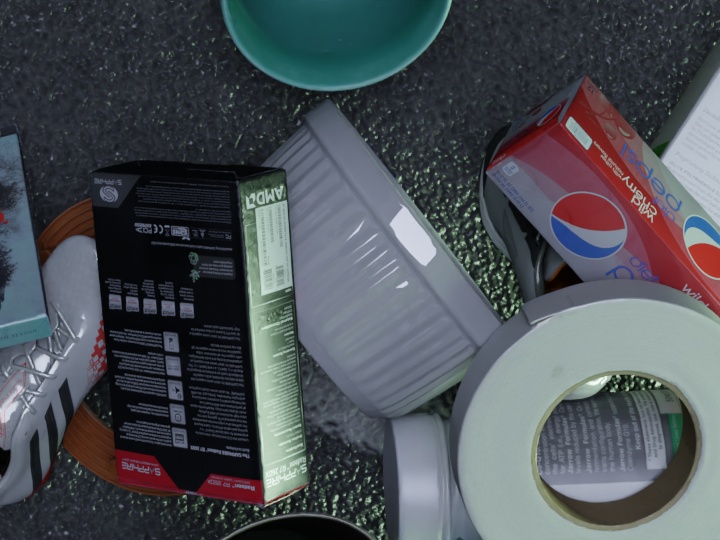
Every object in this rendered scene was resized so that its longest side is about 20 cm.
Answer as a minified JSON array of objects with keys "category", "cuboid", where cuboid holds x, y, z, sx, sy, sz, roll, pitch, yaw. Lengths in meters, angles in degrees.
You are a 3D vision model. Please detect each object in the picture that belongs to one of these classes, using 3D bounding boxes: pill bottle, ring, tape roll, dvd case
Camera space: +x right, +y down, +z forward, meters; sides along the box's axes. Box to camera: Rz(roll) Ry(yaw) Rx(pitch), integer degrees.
[{"category":"pill bottle","cuboid":[0.118,0.137,1.559,0.199,0.113,0.114,-2,87,-6]},{"category":"ring","cuboid":[-0.143,0.050,1.529,0.200,0.019,0.201,8,105,29]},{"category":"tape roll","cuboid":[0.154,0.104,1.469,0.202,0.037,0.203,-2,110,-6]},{"category":"dvd case","cuboid":[-0.275,-0.012,1.506,0.146,0.200,0.022,-13,130,-3]}]

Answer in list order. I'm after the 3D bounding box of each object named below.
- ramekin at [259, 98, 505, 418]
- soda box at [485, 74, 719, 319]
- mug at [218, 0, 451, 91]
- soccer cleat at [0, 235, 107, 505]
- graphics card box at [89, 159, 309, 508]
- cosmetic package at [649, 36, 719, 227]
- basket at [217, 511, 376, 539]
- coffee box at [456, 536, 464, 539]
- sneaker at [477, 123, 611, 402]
[{"category":"ramekin","cuboid":[0.000,0.000,1.518,0.105,0.200,0.200,-37,91,3]},{"category":"soda box","cuboid":[0.172,-0.021,1.497,0.070,0.063,0.200,-33,106,37]},{"category":"mug","cuboid":[-0.017,-0.223,1.538,0.152,0.115,0.185,9,125,-15]},{"category":"soccer cleat","cuboid":[-0.208,0.069,1.509,0.069,0.085,0.200,35,117,18]},{"category":"graphics card box","cuboid":[-0.098,0.035,1.451,0.051,0.125,0.201,-19,108,-49]},{"category":"cosmetic package","cuboid":[0.254,-0.097,1.586,0.085,0.108,0.200,32,84,-1]},{"category":"basket","cuboid":[-0.061,0.224,1.494,0.180,0.200,0.136,-42,91,-4]},{"category":"coffee box","cuboid":[0.064,0.272,1.496,0.123,0.044,0.200,28,120,-3]},{"category":"sneaker","cuboid":[0.128,-0.017,1.562,0.074,0.079,0.201,-8,58,-9]}]
